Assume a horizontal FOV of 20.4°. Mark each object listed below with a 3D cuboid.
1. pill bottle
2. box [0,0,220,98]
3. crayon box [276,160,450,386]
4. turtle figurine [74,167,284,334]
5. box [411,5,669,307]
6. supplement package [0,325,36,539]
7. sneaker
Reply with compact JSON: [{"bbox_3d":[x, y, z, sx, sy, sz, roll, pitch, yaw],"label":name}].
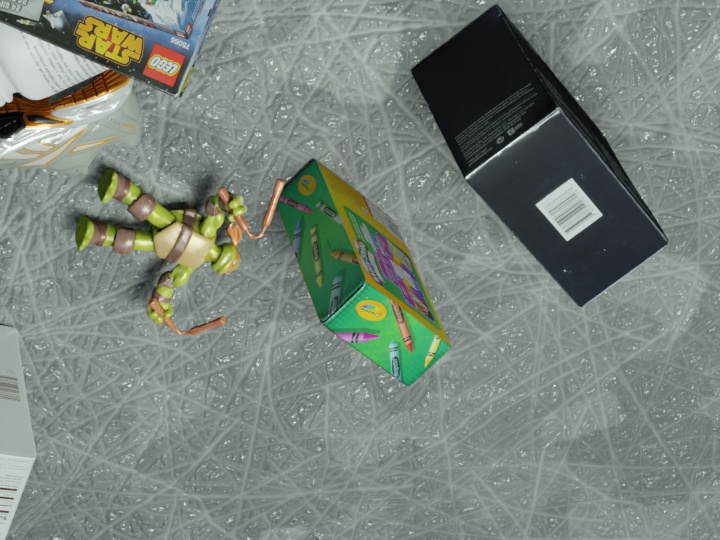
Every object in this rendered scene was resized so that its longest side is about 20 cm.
[{"bbox_3d":[-0.246,-0.209,1.637,0.199,0.114,0.114,-24,129,2],"label":"pill bottle"},{"bbox_3d":[-0.206,-0.235,1.558,0.199,0.040,0.138,24,92,0],"label":"box"},{"bbox_3d":[0.000,0.000,1.809,0.058,0.200,0.119,-42,126,15],"label":"crayon box"},{"bbox_3d":[-0.167,-0.038,1.819,0.160,0.065,0.200,23,125,-21],"label":"turtle figurine"},{"bbox_3d":[0.160,-0.102,1.793,0.104,0.183,0.200,-36,127,12],"label":"box"},{"bbox_3d":[-0.399,0.175,1.826,0.146,0.192,0.201,11,122,-23],"label":"supplement package"},{"bbox_3d":[-0.279,-0.108,1.731,0.199,0.076,0.092,-20,133,0],"label":"sneaker"}]
